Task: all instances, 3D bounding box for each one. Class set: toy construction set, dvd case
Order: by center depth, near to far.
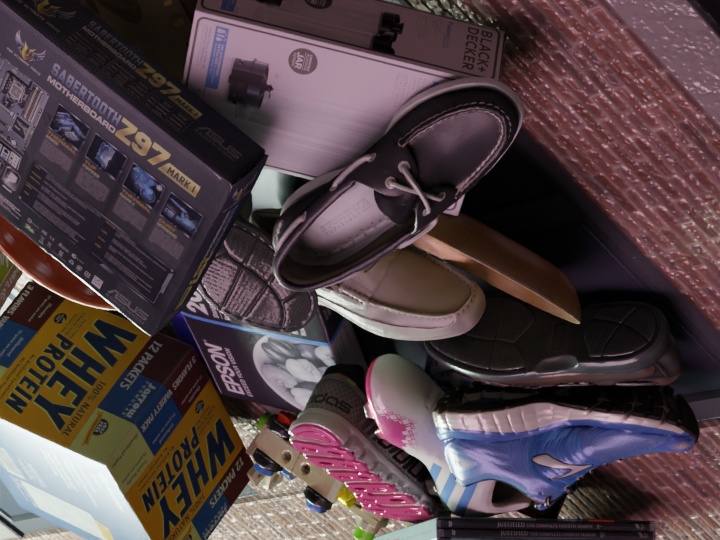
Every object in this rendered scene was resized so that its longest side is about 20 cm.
[{"bbox_3d":[0.127,0.226,1.738,0.198,0.022,0.146,5,165,-21],"label":"dvd case"},{"bbox_3d":[-0.023,0.174,1.824,0.199,0.093,0.131,17,-172,29],"label":"toy construction set"}]

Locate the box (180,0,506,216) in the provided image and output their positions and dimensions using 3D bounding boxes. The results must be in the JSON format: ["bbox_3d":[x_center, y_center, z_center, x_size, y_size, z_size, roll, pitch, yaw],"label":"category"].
[{"bbox_3d":[-0.015,-0.118,1.341,0.198,0.060,0.117,14,132,-4],"label":"box"}]

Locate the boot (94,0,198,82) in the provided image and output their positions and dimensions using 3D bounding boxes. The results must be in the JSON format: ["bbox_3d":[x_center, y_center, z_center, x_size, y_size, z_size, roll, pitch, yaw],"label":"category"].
[{"bbox_3d":[-0.095,-0.153,1.412,0.199,0.073,0.156,18,147,21],"label":"boot"}]

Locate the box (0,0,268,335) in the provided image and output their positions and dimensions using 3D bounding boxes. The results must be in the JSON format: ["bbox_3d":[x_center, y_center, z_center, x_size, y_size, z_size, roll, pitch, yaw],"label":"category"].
[{"bbox_3d":[-0.174,-0.075,1.353,0.200,0.051,0.158,37,133,6],"label":"box"}]

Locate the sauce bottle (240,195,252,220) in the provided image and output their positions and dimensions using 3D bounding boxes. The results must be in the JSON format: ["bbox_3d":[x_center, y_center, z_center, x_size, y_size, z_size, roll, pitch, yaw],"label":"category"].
[{"bbox_3d":[-0.166,-0.046,1.632,0.199,0.065,0.065,-8,135,42],"label":"sauce bottle"}]

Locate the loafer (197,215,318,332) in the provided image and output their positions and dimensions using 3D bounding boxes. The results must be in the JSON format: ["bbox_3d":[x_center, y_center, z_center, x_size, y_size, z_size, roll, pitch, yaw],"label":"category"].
[{"bbox_3d":[-0.117,-0.026,1.540,0.199,0.063,0.072,30,111,-14],"label":"loafer"}]

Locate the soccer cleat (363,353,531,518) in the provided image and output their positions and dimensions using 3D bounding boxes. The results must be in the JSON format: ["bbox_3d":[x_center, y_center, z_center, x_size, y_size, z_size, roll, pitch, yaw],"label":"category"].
[{"bbox_3d":[0.075,0.128,1.632,0.086,0.070,0.200,-6,142,29],"label":"soccer cleat"}]

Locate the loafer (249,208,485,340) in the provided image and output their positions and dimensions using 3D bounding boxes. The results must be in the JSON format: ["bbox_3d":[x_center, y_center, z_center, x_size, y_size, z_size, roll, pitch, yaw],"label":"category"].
[{"bbox_3d":[0.000,0.000,1.561,0.199,0.070,0.070,14,146,25],"label":"loafer"}]

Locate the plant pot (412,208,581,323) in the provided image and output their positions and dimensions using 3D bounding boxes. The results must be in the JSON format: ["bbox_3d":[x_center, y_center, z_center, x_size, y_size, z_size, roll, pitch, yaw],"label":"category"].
[{"bbox_3d":[0.071,-0.020,1.450,0.199,0.028,0.200,27,179,1],"label":"plant pot"}]

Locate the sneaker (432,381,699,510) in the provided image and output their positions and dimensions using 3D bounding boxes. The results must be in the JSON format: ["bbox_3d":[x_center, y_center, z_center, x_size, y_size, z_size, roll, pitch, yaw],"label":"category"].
[{"bbox_3d":[0.158,0.130,1.565,0.198,0.079,0.090,-3,111,16],"label":"sneaker"}]

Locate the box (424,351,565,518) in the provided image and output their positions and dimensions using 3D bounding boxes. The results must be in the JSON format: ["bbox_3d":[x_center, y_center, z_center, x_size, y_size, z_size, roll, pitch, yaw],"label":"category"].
[{"bbox_3d":[0.115,0.127,1.692,0.136,0.040,0.201,23,149,10],"label":"box"}]

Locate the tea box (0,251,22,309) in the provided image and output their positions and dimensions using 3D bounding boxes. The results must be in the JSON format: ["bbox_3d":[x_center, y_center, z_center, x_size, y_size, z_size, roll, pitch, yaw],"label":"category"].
[{"bbox_3d":[-0.349,-0.061,1.615,0.133,0.201,0.197,14,148,21],"label":"tea box"}]

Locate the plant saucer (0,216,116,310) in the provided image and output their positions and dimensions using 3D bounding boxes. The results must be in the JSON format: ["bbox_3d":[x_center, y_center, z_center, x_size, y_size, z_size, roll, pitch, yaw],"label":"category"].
[{"bbox_3d":[-0.190,-0.064,1.435,0.199,0.032,0.202,14,128,18],"label":"plant saucer"}]

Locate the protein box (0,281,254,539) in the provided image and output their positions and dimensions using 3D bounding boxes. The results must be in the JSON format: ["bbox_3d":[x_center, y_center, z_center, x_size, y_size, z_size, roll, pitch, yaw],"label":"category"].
[{"bbox_3d":[-0.233,0.146,1.867,0.199,0.135,0.199,19,150,31],"label":"protein box"}]

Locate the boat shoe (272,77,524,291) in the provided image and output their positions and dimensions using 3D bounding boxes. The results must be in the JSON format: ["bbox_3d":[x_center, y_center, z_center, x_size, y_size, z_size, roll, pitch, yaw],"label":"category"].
[{"bbox_3d":[0.023,-0.049,1.314,0.075,0.061,0.200,39,125,-19],"label":"boat shoe"}]

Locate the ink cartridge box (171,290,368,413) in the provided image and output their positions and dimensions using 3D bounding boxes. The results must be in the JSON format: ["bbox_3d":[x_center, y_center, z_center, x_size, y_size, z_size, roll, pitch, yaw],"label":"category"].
[{"bbox_3d":[-0.098,0.044,1.732,0.199,0.044,0.199,13,147,25],"label":"ink cartridge box"}]

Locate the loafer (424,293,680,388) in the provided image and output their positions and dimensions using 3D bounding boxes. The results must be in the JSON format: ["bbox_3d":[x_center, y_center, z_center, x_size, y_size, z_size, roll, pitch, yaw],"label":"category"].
[{"bbox_3d":[0.142,0.063,1.538,0.199,0.072,0.063,1,147,34],"label":"loafer"}]

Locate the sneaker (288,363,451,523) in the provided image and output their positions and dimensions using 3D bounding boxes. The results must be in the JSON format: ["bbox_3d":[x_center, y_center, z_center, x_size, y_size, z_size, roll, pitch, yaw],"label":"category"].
[{"bbox_3d":[0.021,0.142,1.699,0.073,0.088,0.200,-3,147,41],"label":"sneaker"}]
